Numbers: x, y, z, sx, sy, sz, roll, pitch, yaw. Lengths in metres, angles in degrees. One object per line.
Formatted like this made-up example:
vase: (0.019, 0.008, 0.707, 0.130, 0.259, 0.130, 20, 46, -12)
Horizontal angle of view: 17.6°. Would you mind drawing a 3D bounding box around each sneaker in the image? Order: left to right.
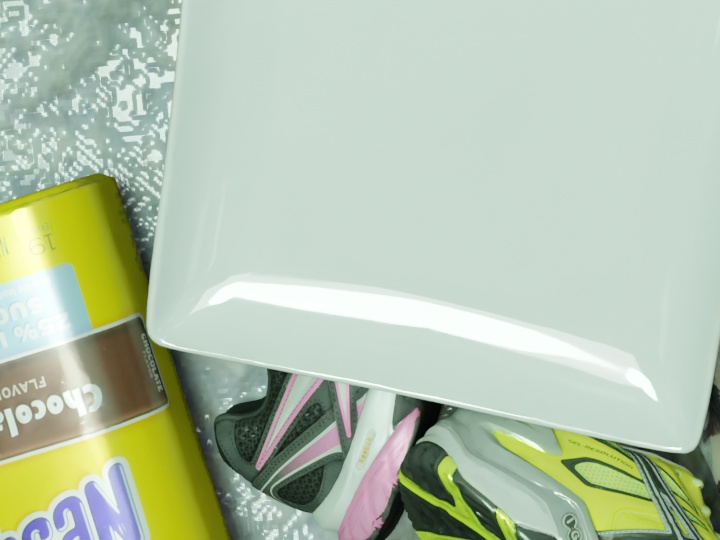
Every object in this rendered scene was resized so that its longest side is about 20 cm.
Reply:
sneaker: (0.000, 0.000, 0.852, 0.086, 0.080, 0.201, 21, 96, 8)
sneaker: (0.109, 0.110, 0.814, 0.200, 0.075, 0.076, 42, 61, 6)

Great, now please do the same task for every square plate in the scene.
square plate: (0.034, -0.050, 0.771, 0.196, 0.028, 0.201, 11, 113, 7)

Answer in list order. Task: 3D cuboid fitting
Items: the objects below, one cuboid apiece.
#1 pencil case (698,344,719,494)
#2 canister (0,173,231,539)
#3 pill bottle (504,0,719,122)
pencil case: (0.148, 0.042, 0.843, 0.077, 0.089, 0.201, -26, 96, -20)
canister: (-0.128, 0.079, 0.868, 0.147, 0.087, 0.201, -17, 94, 12)
pill bottle: (0.134, -0.141, 0.800, 0.200, 0.112, 0.112, -43, 92, 7)
